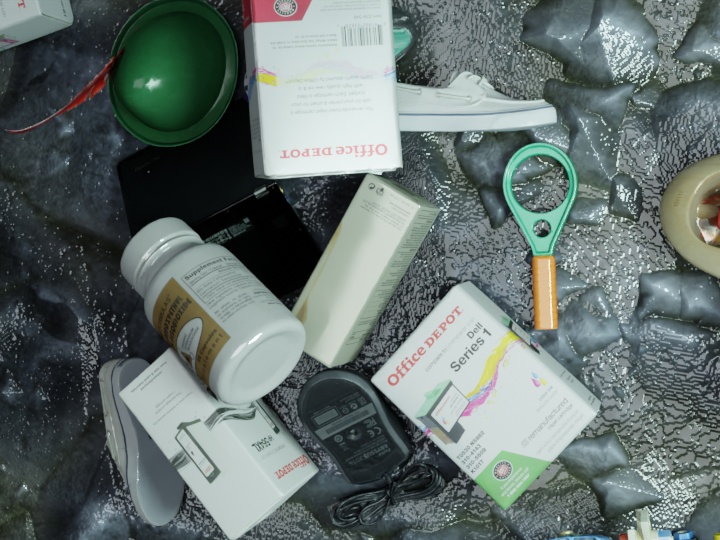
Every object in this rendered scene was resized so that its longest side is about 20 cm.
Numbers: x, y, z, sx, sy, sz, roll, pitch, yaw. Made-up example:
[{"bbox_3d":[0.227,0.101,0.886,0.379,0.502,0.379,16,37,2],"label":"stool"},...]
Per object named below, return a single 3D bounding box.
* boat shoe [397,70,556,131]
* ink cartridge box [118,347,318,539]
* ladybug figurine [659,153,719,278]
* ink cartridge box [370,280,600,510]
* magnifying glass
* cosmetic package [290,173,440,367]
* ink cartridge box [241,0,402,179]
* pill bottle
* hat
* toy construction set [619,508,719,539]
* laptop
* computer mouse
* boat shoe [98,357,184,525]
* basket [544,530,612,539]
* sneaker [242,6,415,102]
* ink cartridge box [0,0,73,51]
[{"bbox_3d":[0.109,-0.181,1.308,0.200,0.074,0.065,1,97,13],"label":"boat shoe"},{"bbox_3d":[-0.151,0.179,1.349,0.084,0.146,0.200,-41,83,12],"label":"ink cartridge box"},{"bbox_3d":[0.398,-0.046,1.219,0.200,0.072,0.136,21,85,38],"label":"ladybug figurine"},{"bbox_3d":[0.133,0.129,1.309,0.200,0.084,0.145,43,101,9],"label":"ink cartridge box"},{"bbox_3d":[0.196,-0.037,1.319,0.079,0.022,0.200,-2,92,14],"label":"magnifying glass"},{"bbox_3d":[0.000,0.000,1.328,0.071,0.105,0.200,32,98,13],"label":"cosmetic package"},{"bbox_3d":[-0.042,-0.198,1.263,0.147,0.086,0.200,-4,95,-13],"label":"ink cartridge box"},{"bbox_3d":[-0.160,0.037,1.285,0.200,0.114,0.114,43,102,28],"label":"pill bottle"},{"bbox_3d":[-0.245,-0.220,1.331,0.165,0.176,0.200,14,92,18],"label":"hat"},{"bbox_3d":[0.361,0.293,1.232,0.200,0.131,0.092,6,94,17],"label":"toy construction set"},{"bbox_3d":[-0.159,-0.061,1.412,0.187,0.116,0.200,-26,115,14],"label":"laptop"},{"bbox_3d":[-0.004,0.182,1.345,0.138,0.053,0.200,-23,114,9],"label":"computer mouse"},{"bbox_3d":[-0.261,0.197,1.422,0.070,0.071,0.200,-2,105,47],"label":"boat shoe"},{"bbox_3d":[0.196,0.344,1.240,0.176,0.200,0.139,-19,88,13],"label":"basket"},{"bbox_3d":[-0.040,-0.237,1.350,0.200,0.088,0.075,-22,98,-11],"label":"sneaker"},{"bbox_3d":[-0.455,-0.331,1.435,0.200,0.085,0.145,-16,88,13],"label":"ink cartridge box"}]
